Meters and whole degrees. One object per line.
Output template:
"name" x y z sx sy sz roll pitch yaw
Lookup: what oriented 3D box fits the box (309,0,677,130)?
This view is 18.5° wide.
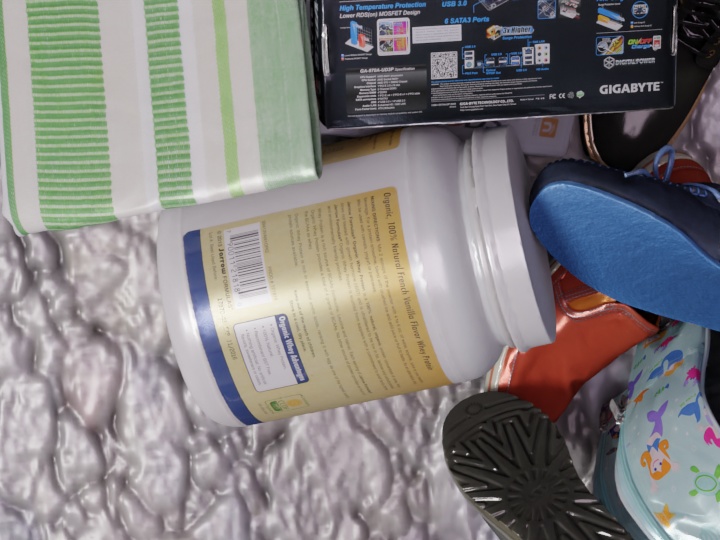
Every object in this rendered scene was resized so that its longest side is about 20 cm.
"box" 0.072 -0.162 1.184 0.198 0.046 0.161 -4 108 -7

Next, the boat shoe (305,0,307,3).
"boat shoe" 0.008 -0.217 1.247 0.071 0.066 0.203 17 98 -9

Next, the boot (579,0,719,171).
"boot" 0.189 -0.143 1.242 0.077 0.138 0.202 18 99 -11

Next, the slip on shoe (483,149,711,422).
"slip on shoe" 0.142 0.023 1.291 0.074 0.061 0.201 28 104 -42

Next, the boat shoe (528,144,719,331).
"boat shoe" 0.179 -0.014 1.221 0.199 0.069 0.084 27 138 -20

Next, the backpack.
"backpack" 0.223 0.117 1.261 0.177 0.200 0.151 39 114 -12

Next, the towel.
"towel" -0.115 -0.105 1.209 0.198 0.023 0.154 -11 77 25

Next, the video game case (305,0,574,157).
"video game case" 0.058 -0.168 1.241 0.181 0.022 0.202 4 107 -28

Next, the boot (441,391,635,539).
"boot" 0.111 0.191 1.295 0.072 0.182 0.201 -25 142 -10

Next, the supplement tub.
"supplement tub" 0.000 0.000 1.225 0.198 0.144 0.146 -12 101 11
